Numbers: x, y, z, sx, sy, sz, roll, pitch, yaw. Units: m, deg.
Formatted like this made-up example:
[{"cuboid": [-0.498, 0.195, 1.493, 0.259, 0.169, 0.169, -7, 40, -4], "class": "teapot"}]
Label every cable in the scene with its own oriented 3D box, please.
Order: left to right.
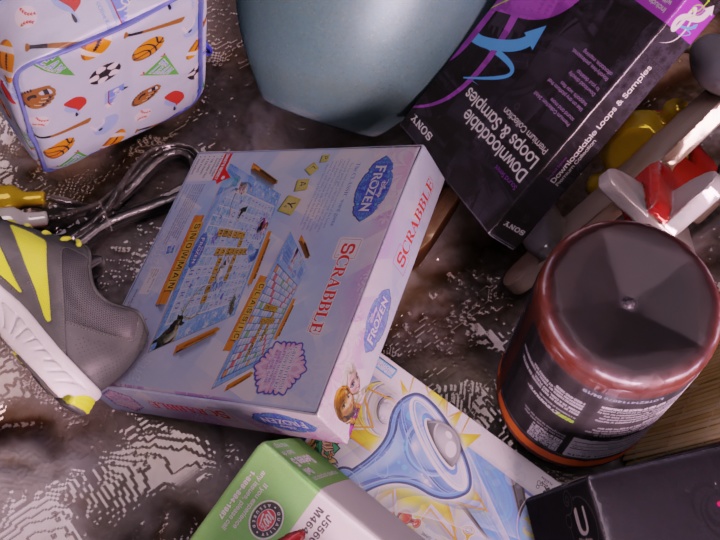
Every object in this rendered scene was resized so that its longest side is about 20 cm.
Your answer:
[{"cuboid": [-0.203, -0.038, 0.799, 0.199, 0.050, 0.097, -19, 68, -10], "class": "cable"}]

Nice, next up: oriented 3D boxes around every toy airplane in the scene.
[{"cuboid": [0.188, -0.074, 0.757, 0.200, 0.199, 0.141, -38, 83, -17], "class": "toy airplane"}]

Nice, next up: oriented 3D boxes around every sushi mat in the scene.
[{"cuboid": [0.231, 0.069, 0.689, 0.012, 0.200, 0.096, 34, 67, -4], "class": "sushi mat"}]

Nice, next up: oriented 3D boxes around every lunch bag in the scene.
[{"cuboid": [-0.181, -0.153, 0.783, 0.160, 0.200, 0.076, -30, 82, -16], "class": "lunch bag"}]

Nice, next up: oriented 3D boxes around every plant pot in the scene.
[{"cuboid": [-0.011, -0.179, 0.823, 0.199, 0.200, 0.135, 20, 101, 7], "class": "plant pot"}]

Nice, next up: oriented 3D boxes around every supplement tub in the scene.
[{"cuboid": [0.143, 0.058, 0.686, 0.106, 0.200, 0.107, 2, 64, -3], "class": "supplement tub"}]

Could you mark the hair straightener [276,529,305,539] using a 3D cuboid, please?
[{"cuboid": [-0.070, 0.237, 0.583, 0.077, 0.041, 0.200, 40, 92, 16], "class": "hair straightener"}]

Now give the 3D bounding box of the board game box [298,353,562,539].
[{"cuboid": [0.046, 0.162, 0.721, 0.200, 0.034, 0.135, 35, 66, 14], "class": "board game box"}]

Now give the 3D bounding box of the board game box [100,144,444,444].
[{"cuboid": [-0.064, 0.008, 0.737, 0.199, 0.041, 0.201, 3, 59, 35], "class": "board game box"}]

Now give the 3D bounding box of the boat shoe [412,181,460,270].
[{"cuboid": [0.000, 0.000, 0.782, 0.070, 0.070, 0.200, 31, 57, 4], "class": "boat shoe"}]

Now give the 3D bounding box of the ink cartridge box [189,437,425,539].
[{"cuboid": [-0.013, 0.216, 0.638, 0.200, 0.084, 0.146, 36, 91, 15], "class": "ink cartridge box"}]

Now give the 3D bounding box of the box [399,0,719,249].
[{"cuboid": [0.123, -0.132, 0.726, 0.200, 0.036, 0.143, -52, 41, 17], "class": "box"}]

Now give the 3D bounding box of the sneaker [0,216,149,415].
[{"cuboid": [-0.219, 0.002, 0.731, 0.085, 0.075, 0.200, -39, 82, -18], "class": "sneaker"}]

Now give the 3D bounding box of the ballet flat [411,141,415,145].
[{"cuboid": [0.118, -0.143, 0.862, 0.200, 0.071, 0.071, -40, 72, -21], "class": "ballet flat"}]

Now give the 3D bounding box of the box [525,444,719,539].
[{"cuboid": [0.191, 0.212, 0.640, 0.122, 0.106, 0.201, -10, 74, -16], "class": "box"}]
